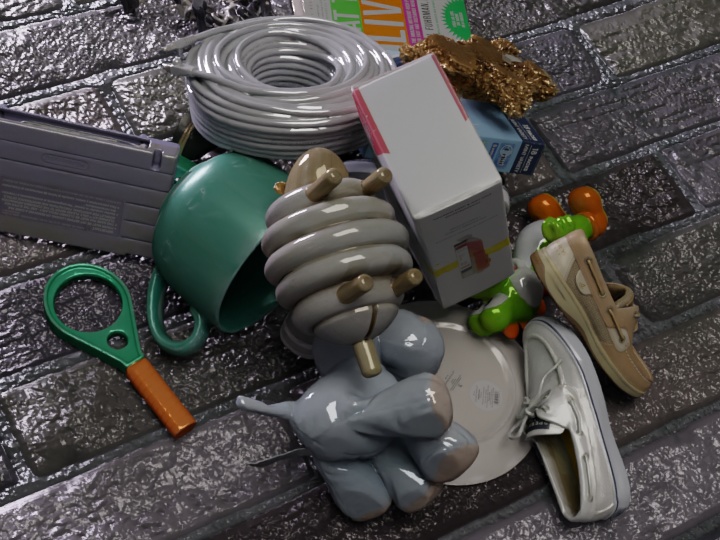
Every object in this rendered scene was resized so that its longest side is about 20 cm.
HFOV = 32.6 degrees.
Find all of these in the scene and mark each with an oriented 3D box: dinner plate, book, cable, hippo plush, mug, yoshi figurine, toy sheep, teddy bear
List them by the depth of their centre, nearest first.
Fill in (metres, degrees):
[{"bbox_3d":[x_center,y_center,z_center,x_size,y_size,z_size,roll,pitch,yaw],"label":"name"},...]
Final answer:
[{"bbox_3d":[-0.017,-0.008,1.026,0.138,0.138,0.200,-7,74,-19],"label":"toy sheep"},{"bbox_3d":[0.004,0.118,1.107,0.200,0.160,0.161,-2,38,4],"label":"hippo plush"},{"bbox_3d":[-0.130,-0.027,1.141,0.114,0.152,0.185,39,54,17],"label":"mug"},{"bbox_3d":[-0.067,-0.174,1.169,0.200,0.069,0.200,33,45,30],"label":"cable"},{"bbox_3d":[0.084,0.111,1.191,0.200,0.024,0.200,7,57,-12],"label":"dinner plate"},{"bbox_3d":[0.161,-0.021,1.244,0.112,0.113,0.200,29,52,20],"label":"yoshi figurine"},{"bbox_3d":[0.124,-0.202,1.291,0.145,0.067,0.200,36,28,13],"label":"teddy bear"},{"bbox_3d":[0.027,-0.284,1.421,0.200,0.048,0.134,0,62,-17],"label":"book"}]

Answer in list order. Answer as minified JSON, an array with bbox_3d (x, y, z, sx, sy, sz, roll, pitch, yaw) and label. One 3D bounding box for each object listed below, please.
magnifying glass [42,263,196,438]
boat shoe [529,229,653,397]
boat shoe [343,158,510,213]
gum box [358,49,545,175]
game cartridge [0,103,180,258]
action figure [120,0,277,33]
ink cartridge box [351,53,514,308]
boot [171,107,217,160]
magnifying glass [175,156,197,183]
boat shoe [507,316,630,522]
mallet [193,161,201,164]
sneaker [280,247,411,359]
[{"bbox_3d":[-0.220,0.072,1.134,0.080,0.022,0.200,-31,71,-30],"label":"magnifying glass"},{"bbox_3d":[0.240,0.045,1.191,0.064,0.200,0.071,-33,30,12],"label":"boat shoe"},{"bbox_3d":[0.062,-0.098,1.290,0.200,0.072,0.068,5,57,-16],"label":"boat shoe"},{"bbox_3d":[0.072,-0.172,1.306,0.200,0.045,0.170,3,37,-25],"label":"gum box"},{"bbox_3d":[-0.277,-0.082,1.154,0.200,0.130,0.038,12,42,-8],"label":"game cartridge"},{"bbox_3d":[-0.166,-0.306,1.344,0.200,0.102,0.119,16,41,-2],"label":"action figure"},{"bbox_3d":[0.069,-0.076,1.114,0.083,0.200,0.145,-25,65,-1],"label":"ink cartridge box"},{"bbox_3d":[-0.091,-0.146,1.273,0.138,0.077,0.200,39,52,5],"label":"boot"},{"bbox_3d":[-0.170,-0.089,1.218,0.200,0.080,0.022,5,53,-25],"label":"magnifying glass"},{"bbox_3d":[0.179,0.141,1.158,0.086,0.075,0.202,-6,72,-32],"label":"boat shoe"},{"bbox_3d":[-0.240,-0.117,1.245,0.200,0.041,0.066,-2,56,-22],"label":"mallet"},{"bbox_3d":[0.000,0.000,1.203,0.075,0.082,0.200,31,55,6],"label":"sneaker"}]
